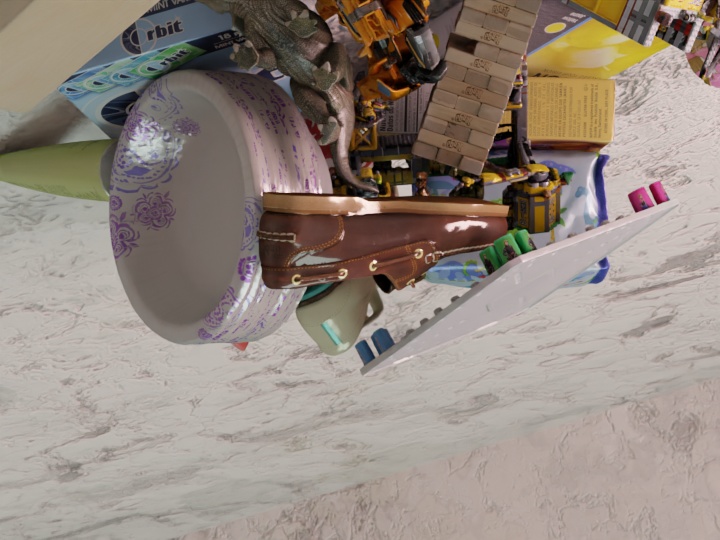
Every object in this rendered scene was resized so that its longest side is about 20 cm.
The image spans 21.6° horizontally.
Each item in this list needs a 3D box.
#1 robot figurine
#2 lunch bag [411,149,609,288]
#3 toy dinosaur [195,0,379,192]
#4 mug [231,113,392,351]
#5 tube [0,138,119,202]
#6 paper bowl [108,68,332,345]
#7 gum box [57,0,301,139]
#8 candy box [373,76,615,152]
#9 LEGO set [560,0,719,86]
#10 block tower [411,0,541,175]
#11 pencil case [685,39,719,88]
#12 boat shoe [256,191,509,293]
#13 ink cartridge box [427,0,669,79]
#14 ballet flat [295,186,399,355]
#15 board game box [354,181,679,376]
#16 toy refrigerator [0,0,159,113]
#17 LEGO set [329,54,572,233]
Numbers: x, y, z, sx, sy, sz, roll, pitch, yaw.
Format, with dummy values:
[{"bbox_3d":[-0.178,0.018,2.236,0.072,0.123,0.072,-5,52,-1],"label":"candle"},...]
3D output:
[{"bbox_3d":[0.008,-0.181,1.309,0.058,0.146,0.200,-28,175,-2],"label":"robot figurine"},{"bbox_3d":[0.126,-0.039,1.644,0.168,0.129,0.200,1,170,2],"label":"lunch bag"},{"bbox_3d":[-0.037,-0.146,1.304,0.077,0.200,0.102,-41,-165,20],"label":"toy dinosaur"},{"bbox_3d":[-0.086,-0.061,1.587,0.200,0.133,0.178,-44,128,-1],"label":"mug"},{"bbox_3d":[-0.248,-0.084,1.560,0.199,0.052,0.058,4,140,51],"label":"tube"},{"bbox_3d":[-0.096,-0.047,1.411,0.104,0.203,0.200,0,160,-38],"label":"paper bowl"},{"bbox_3d":[-0.133,-0.155,1.464,0.168,0.045,0.200,-14,164,7],"label":"gum box"},{"bbox_3d":[0.110,-0.131,1.596,0.198,0.057,0.117,3,179,2],"label":"candy box"},{"bbox_3d":[0.224,-0.217,1.280,0.199,0.116,0.155,11,110,-52],"label":"LEGO set"},{"bbox_3d":[0.090,-0.164,1.328,0.053,0.202,0.058,18,-160,0],"label":"block tower"},{"bbox_3d":[0.346,-0.222,1.536,0.082,0.087,0.200,17,154,-21],"label":"pencil case"},{"bbox_3d":[0.016,-0.019,1.325,0.198,0.071,0.070,-1,-176,-28],"label":"boat shoe"},{"bbox_3d":[0.147,-0.190,1.565,0.196,0.047,0.199,2,157,-43],"label":"ink cartridge box"},{"bbox_3d":[0.000,0.000,1.493,0.069,0.070,0.200,-21,-159,30],"label":"ballet flat"},{"bbox_3d":[0.116,0.005,1.426,0.199,0.026,0.200,-19,166,-42],"label":"board game box"},{"bbox_3d":[-0.212,-0.182,1.271,0.075,0.071,0.199,9,154,-36],"label":"toy refrigerator"},{"bbox_3d":[0.063,-0.105,1.451,0.198,0.154,0.117,-1,121,4],"label":"LEGO set"}]
